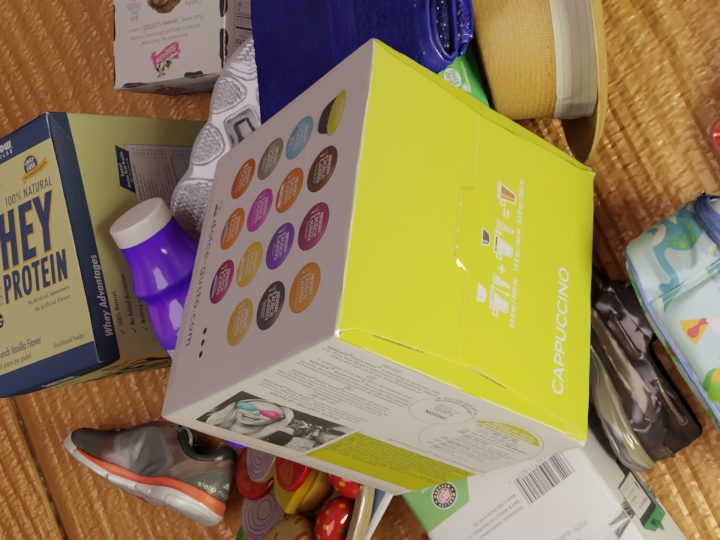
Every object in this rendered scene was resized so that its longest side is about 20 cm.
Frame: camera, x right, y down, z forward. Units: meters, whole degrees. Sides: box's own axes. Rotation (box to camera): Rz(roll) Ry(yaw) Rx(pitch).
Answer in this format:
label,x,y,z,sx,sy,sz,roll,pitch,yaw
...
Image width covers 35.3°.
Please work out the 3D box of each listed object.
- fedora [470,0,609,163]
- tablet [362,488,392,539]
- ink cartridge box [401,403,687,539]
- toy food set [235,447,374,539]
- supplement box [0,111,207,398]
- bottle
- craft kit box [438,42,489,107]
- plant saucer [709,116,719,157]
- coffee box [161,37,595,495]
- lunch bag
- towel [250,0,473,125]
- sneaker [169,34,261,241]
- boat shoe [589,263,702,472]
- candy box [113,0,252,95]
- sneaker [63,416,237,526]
label,x,y,z,sx,sy,sz,roll,pitch,yaw
fedora,0.114,-0.171,0.781,0.081,0.201,0.204,-9,87,1
tablet,0.002,0.147,0.909,0.202,0.014,0.130,-64,29,18
ink cartridge box,0.145,0.198,0.839,0.146,0.084,0.201,-42,72,24
toy food set,-0.053,0.182,0.925,0.202,0.048,0.199,-63,29,21
supplement box,-0.208,-0.015,0.960,0.133,0.199,0.203,-19,82,35
bottle,-0.122,0.040,0.874,0.065,0.084,0.201,-24,114,12
craft kit box,0.011,-0.162,0.862,0.197,0.048,0.203,-39,62,62
plant saucer,0.332,-0.076,0.696,0.200,0.036,0.202,-57,47,46
coffee box,0.018,0.012,0.743,0.197,0.198,0.202,-27,47,47
lunch bag,0.256,0.047,0.730,0.082,0.160,0.202,-34,77,20
towel,-0.003,-0.176,0.782,0.199,0.049,0.150,-21,71,49
sneaker,-0.082,-0.106,0.924,0.075,0.114,0.202,29,96,11
boat shoe,0.190,0.042,0.825,0.073,0.074,0.202,-23,86,15
candy box,-0.140,-0.258,0.972,0.166,0.071,0.203,3,93,45
sneaker,-0.189,0.171,1.051,0.198,0.077,0.083,14,69,32
